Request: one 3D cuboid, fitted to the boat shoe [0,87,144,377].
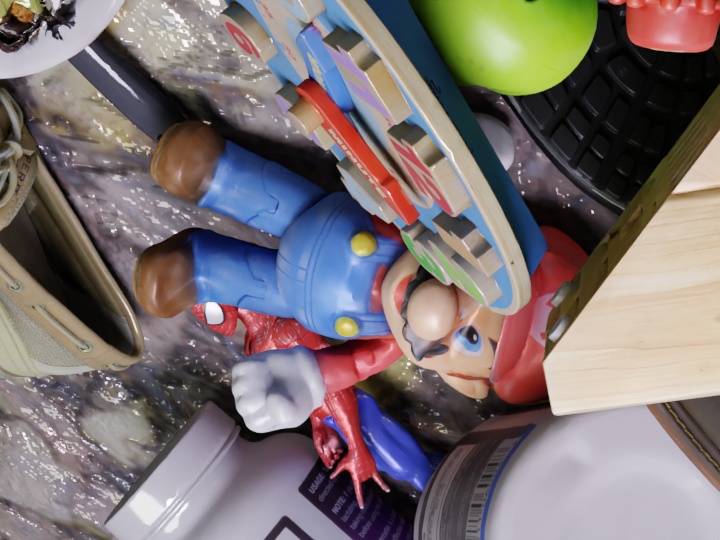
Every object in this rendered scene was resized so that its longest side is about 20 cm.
[{"bbox_3d":[-0.152,-0.025,1.091,0.063,0.073,0.201,1,137,19],"label":"boat shoe"}]

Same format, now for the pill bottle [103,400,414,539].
[{"bbox_3d":[-0.020,0.155,1.162,0.200,0.113,0.112,41,143,-3],"label":"pill bottle"}]

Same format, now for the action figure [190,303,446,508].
[{"bbox_3d":[-0.001,0.069,1.104,0.200,0.052,0.065,46,175,-17],"label":"action figure"}]

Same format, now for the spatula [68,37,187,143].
[{"bbox_3d":[-0.134,-0.117,1.009,0.056,0.021,0.200,-18,123,40],"label":"spatula"}]

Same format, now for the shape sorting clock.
[{"bbox_3d":[-0.008,-0.064,0.861,0.200,0.039,0.200,48,169,13],"label":"shape sorting clock"}]

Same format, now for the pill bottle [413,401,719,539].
[{"bbox_3d":[0.085,0.108,0.993,0.114,0.114,0.200,34,171,-5],"label":"pill bottle"}]

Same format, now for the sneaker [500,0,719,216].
[{"bbox_3d":[0.114,-0.027,0.904,0.200,0.076,0.088,41,159,-1],"label":"sneaker"}]

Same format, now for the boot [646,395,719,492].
[{"bbox_3d":[0.192,0.055,0.845,0.200,0.075,0.097,34,123,13],"label":"boot"}]

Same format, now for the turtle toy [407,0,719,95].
[{"bbox_3d":[0.086,-0.123,0.782,0.146,0.101,0.200,39,144,-11],"label":"turtle toy"}]

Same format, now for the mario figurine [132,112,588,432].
[{"bbox_3d":[0.000,0.000,0.985,0.199,0.106,0.124,14,139,23],"label":"mario figurine"}]

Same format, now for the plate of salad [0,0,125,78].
[{"bbox_3d":[-0.164,-0.162,0.917,0.199,0.048,0.201,13,119,25],"label":"plate of salad"}]

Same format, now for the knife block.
[{"bbox_3d":[0.180,0.003,0.815,0.175,0.064,0.200,36,105,-3],"label":"knife block"}]
